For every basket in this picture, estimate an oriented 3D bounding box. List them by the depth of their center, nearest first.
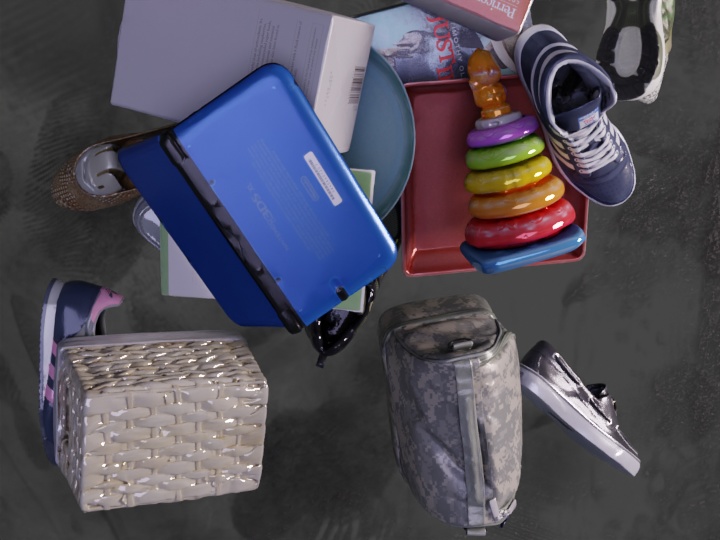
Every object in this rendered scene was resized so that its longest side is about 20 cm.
[{"bbox_3d":[-0.195,0.145,0.940,0.196,0.123,0.138,-2,108,-27],"label":"basket"}]

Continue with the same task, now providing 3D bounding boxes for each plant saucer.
[{"bbox_3d":[-0.035,-0.129,0.921,0.196,0.027,0.205,4,100,23],"label":"plant saucer"},{"bbox_3d":[0.134,-0.100,0.958,0.195,0.037,0.204,-5,114,-6],"label":"plant saucer"}]

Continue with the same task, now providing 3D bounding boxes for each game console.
[{"bbox_3d":[-0.091,-0.057,0.820,0.169,0.118,0.202,-33,111,1],"label":"game console"}]

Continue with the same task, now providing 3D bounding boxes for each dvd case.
[{"bbox_3d":[0.080,-0.200,0.949,0.196,0.022,0.149,-14,106,-2],"label":"dvd case"}]

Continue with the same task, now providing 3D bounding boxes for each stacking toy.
[{"bbox_3d":[0.135,-0.109,0.892,0.108,0.116,0.204,-16,102,-5],"label":"stacking toy"}]

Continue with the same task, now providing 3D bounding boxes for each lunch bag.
[{"bbox_3d":[0.098,0.144,0.969,0.136,0.168,0.204,-7,106,-2],"label":"lunch bag"}]

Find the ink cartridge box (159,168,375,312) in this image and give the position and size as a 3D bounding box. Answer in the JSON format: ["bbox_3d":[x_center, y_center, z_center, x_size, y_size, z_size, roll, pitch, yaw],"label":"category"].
[{"bbox_3d":[-0.089,-0.042,0.890,0.196,0.048,0.148,4,114,-2],"label":"ink cartridge box"}]

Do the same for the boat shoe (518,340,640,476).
[{"bbox_3d":[0.247,0.149,1.039,0.199,0.070,0.067,40,81,-16],"label":"boat shoe"}]

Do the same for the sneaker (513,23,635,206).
[{"bbox_3d":[0.210,-0.127,0.877,0.069,0.109,0.201,-32,115,8],"label":"sneaker"}]

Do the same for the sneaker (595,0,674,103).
[{"bbox_3d":[0.281,-0.257,0.934,0.076,0.088,0.204,11,88,32],"label":"sneaker"}]

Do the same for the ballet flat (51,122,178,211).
[{"bbox_3d":[-0.217,-0.109,0.920,0.196,0.065,0.072,-17,82,3],"label":"ballet flat"}]

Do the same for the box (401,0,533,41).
[{"bbox_3d":[0.105,-0.333,0.857,0.150,0.106,0.203,20,97,-6],"label":"box"}]

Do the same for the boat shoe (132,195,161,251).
[{"bbox_3d":[-0.139,-0.017,0.960,0.200,0.065,0.075,33,101,-12],"label":"boat shoe"}]

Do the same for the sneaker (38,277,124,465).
[{"bbox_3d":[-0.287,0.111,0.982,0.080,0.070,0.204,4,107,-4],"label":"sneaker"}]

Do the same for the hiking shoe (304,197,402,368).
[{"bbox_3d":[0.000,0.000,0.957,0.074,0.101,0.203,17,104,-9],"label":"hiking shoe"}]

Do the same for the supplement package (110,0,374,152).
[{"bbox_3d":[-0.105,-0.187,0.855,0.197,0.120,0.124,18,105,15],"label":"supplement package"}]
